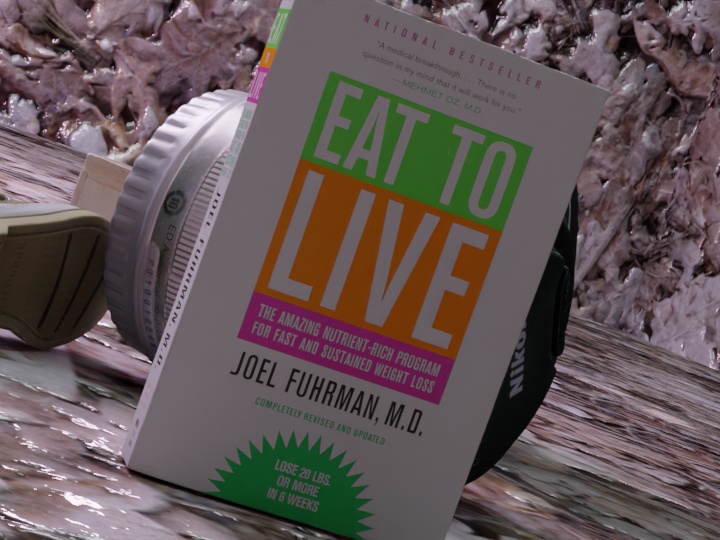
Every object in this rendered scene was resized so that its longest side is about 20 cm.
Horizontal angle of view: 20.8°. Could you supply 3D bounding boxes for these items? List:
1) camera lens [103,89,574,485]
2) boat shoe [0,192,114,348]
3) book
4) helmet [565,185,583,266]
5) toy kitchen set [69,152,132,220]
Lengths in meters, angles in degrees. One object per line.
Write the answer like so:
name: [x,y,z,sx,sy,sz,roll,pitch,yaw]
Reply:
camera lens: [-0.006,0.008,0.969,0.199,0.161,0.160,21,4,28]
boat shoe: [-0.180,-0.008,0.935,0.068,0.075,0.200,27,6,20]
book: [0.000,0.000,0.778,0.133,0.202,0.048,18,4,-16]
helmet: [0.043,-0.005,1.226,0.198,0.192,0.201,14,-36,10]
toy kitchen set: [-0.071,-0.044,1.401,0.179,0.164,0.200,21,3,27]
